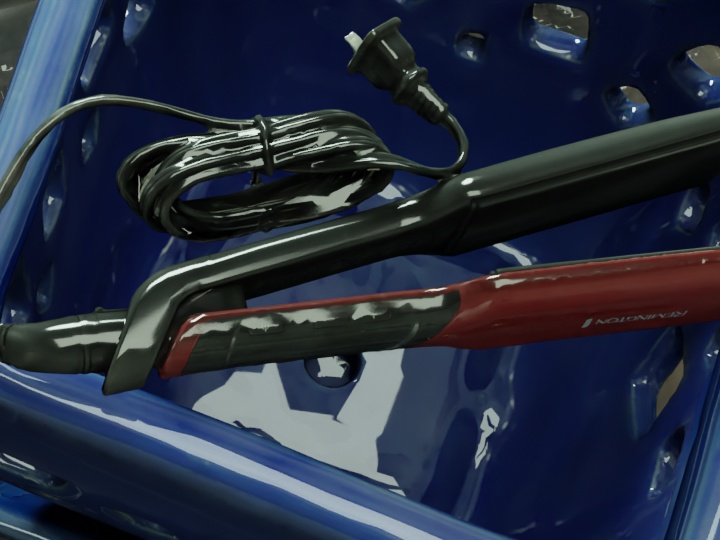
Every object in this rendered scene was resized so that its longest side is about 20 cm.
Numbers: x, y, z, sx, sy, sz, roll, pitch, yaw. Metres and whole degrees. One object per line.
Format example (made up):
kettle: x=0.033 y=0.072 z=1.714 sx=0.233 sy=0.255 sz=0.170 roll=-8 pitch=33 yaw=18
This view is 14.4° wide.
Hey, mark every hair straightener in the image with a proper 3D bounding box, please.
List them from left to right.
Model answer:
hair straightener: x=0.000 y=-0.015 z=0.644 sx=0.199 sy=0.041 sz=0.077 roll=-10 pitch=71 yaw=-10

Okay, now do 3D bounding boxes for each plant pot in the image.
plant pot: x=0.000 y=0.000 z=0.751 sx=0.199 sy=0.180 sz=0.201 roll=21 pitch=67 yaw=-4
